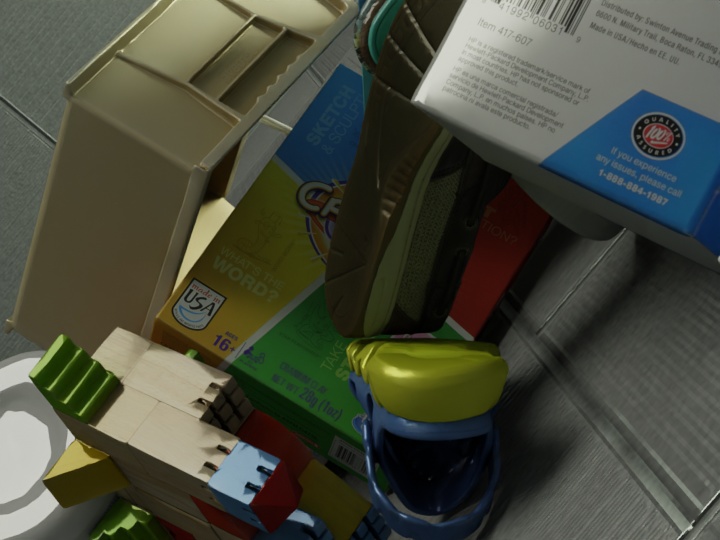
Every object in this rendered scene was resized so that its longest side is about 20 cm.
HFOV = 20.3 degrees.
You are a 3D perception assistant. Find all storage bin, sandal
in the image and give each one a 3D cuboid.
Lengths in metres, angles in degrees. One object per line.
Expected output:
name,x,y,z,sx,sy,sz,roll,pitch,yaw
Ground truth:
storage bin,-0.100,-0.058,1.155,0.199,0.093,0.201,-51,-12,-46
sandal,0.030,0.076,0.953,0.200,0.079,0.088,-36,-55,-85

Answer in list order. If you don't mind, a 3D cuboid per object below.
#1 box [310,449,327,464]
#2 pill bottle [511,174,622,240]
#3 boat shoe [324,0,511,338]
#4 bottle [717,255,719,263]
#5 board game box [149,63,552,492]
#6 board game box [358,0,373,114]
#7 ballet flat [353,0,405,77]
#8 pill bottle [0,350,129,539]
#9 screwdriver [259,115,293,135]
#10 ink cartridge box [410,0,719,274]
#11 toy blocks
box,-0.037,0.049,1.213,0.200,0.101,0.112,-51,3,0
pill bottle,0.157,-0.113,0.959,0.200,0.109,0.110,-46,11,24
boat shoe,0.039,-0.056,0.947,0.072,0.066,0.202,54,132,50
bottle,0.206,-0.064,0.692,0.200,0.065,0.084,-49,11,7
board game box,0.000,0.000,1.107,0.200,0.153,0.040,-57,-6,-29
board game box,0.041,-0.183,1.087,0.151,0.047,0.201,-59,-29,-56
ballet flat,0.076,-0.158,0.994,0.199,0.074,0.074,-31,7,-9
pill bottle,-0.126,0.128,1.059,0.112,0.200,0.113,-13,60,25
screwdriver,0.001,-0.060,1.241,0.028,0.199,0.029,76,-142,-69
ink cartridge box,0.137,-0.120,0.838,0.201,0.146,0.084,-61,-31,0
toy blocks,-0.051,0.109,0.935,0.136,0.200,0.100,21,63,35
